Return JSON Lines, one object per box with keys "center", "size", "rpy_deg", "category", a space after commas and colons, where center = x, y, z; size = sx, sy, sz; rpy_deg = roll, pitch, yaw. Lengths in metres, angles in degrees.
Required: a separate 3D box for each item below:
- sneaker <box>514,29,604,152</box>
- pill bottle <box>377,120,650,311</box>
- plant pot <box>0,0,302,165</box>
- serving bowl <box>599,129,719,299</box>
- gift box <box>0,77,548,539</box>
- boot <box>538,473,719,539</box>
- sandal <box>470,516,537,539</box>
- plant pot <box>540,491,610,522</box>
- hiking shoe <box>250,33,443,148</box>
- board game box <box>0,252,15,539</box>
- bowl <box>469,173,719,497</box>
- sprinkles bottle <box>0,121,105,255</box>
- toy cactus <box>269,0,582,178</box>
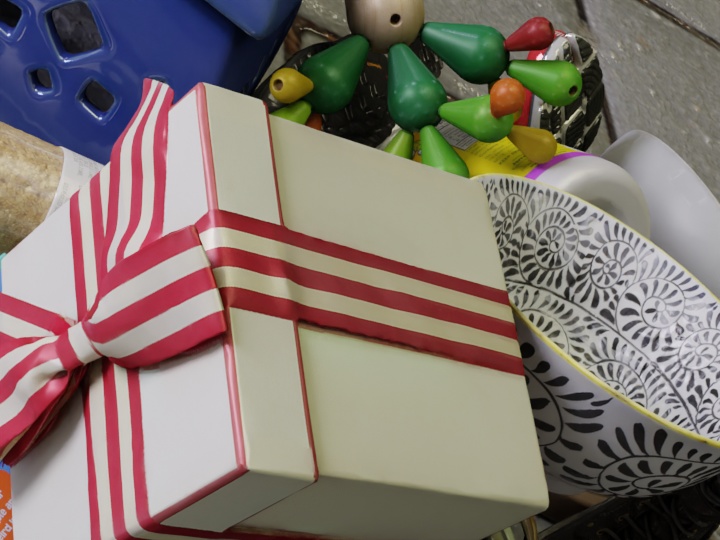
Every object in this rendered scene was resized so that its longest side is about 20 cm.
{"center": [0.106, -0.088, 1.038], "size": [0.085, 0.200, 0.077], "rpy_deg": [35, 60, 21], "category": "sneaker"}
{"center": [0.076, -0.038, 0.945], "size": [0.104, 0.105, 0.200], "rpy_deg": [13, 8, -36], "category": "pill bottle"}
{"center": [-0.125, -0.178, 0.884], "size": [0.200, 0.180, 0.200], "rpy_deg": [38, 34, -8], "category": "plant pot"}
{"center": [0.212, 0.004, 1.080], "size": [0.200, 0.066, 0.200], "rpy_deg": [60, -4, 7], "category": "serving bowl"}
{"center": [-0.057, 0.035, 0.662], "size": [0.186, 0.184, 0.201], "rpy_deg": [13, 51, -40], "category": "gift box"}
{"center": [0.171, 0.131, 0.846], "size": [0.200, 0.174, 0.069], "rpy_deg": [-33, 78, -32], "category": "boot"}
{"center": [0.051, 0.109, 0.709], "size": [0.057, 0.080, 0.202], "rpy_deg": [7, 58, -33], "category": "sandal"}
{"center": [0.143, 0.057, 0.991], "size": [0.200, 0.093, 0.201], "rpy_deg": [27, 38, -23], "category": "plant pot"}
{"center": [-0.024, -0.102, 0.983], "size": [0.076, 0.101, 0.200], "rpy_deg": [58, 37, -4], "category": "hiking shoe"}
{"center": [-0.139, 0.102, 0.703], "size": [0.200, 0.045, 0.152], "rpy_deg": [42, 35, -2], "category": "board game box"}
{"center": [0.108, 0.050, 0.780], "size": [0.200, 0.094, 0.201], "rpy_deg": [28, 26, -15], "category": "bowl"}
{"center": [-0.126, -0.017, 0.815], "size": [0.200, 0.068, 0.068], "rpy_deg": [24, 40, -26], "category": "sprinkles bottle"}
{"center": [0.021, -0.117, 0.871], "size": [0.102, 0.199, 0.166], "rpy_deg": [77, -5, -71], "category": "toy cactus"}
